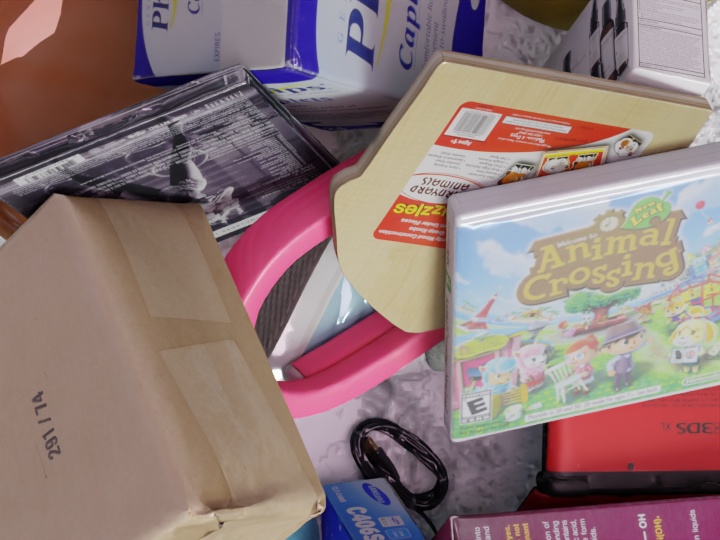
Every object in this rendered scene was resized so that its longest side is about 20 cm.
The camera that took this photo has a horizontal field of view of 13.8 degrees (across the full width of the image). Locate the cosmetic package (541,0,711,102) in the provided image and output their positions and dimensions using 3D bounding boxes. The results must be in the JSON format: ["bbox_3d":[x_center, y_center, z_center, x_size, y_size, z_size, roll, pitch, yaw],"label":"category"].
[{"bbox_3d":[0.136,-0.096,1.684,0.051,0.200,0.083,11,61,-14],"label":"cosmetic package"}]

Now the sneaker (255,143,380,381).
[{"bbox_3d":[-0.016,0.029,1.740,0.082,0.074,0.200,29,98,-24],"label":"sneaker"}]

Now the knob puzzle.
[{"bbox_3d":[0.068,-0.041,1.617,0.220,0.030,0.220,-12,142,-10],"label":"knob puzzle"}]

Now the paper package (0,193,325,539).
[{"bbox_3d":[-0.139,0.087,1.578,0.103,0.200,0.191,2,146,-47],"label":"paper package"}]

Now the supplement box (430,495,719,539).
[{"bbox_3d":[0.140,0.200,1.744,0.200,0.131,0.103,-3,72,-13],"label":"supplement box"}]

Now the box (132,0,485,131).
[{"bbox_3d":[-0.020,-0.179,1.604,0.200,0.105,0.184,9,83,-57],"label":"box"}]

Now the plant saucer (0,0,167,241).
[{"bbox_3d":[-0.144,-0.099,1.693,0.200,0.037,0.200,-3,103,-15],"label":"plant saucer"}]

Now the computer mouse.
[{"bbox_3d":[0.050,0.175,1.816,0.059,0.034,0.200,-29,102,-7],"label":"computer mouse"}]

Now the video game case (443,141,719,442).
[{"bbox_3d":[0.144,0.010,1.656,0.200,0.022,0.182,-11,136,-10],"label":"video game case"}]

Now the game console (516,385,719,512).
[{"bbox_3d":[0.189,0.098,1.804,0.200,0.119,0.172,0,92,-17],"label":"game console"}]

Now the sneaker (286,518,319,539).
[{"bbox_3d":[-0.110,0.138,1.740,0.080,0.131,0.200,-65,148,-22],"label":"sneaker"}]

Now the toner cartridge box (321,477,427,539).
[{"bbox_3d":[0.009,0.234,1.766,0.043,0.095,0.200,-7,112,-15],"label":"toner cartridge box"}]

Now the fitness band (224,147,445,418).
[{"bbox_3d":[0.000,0.000,1.663,0.200,0.037,0.144,-33,138,-21],"label":"fitness band"}]

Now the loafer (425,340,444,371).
[{"bbox_3d":[0.129,0.018,1.788,0.200,0.070,0.070,-8,134,-15],"label":"loafer"}]

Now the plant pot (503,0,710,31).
[{"bbox_3d":[0.163,-0.226,1.698,0.200,0.142,0.200,-4,103,-16],"label":"plant pot"}]

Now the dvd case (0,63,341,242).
[{"bbox_3d":[-0.100,-0.050,1.589,0.149,0.200,0.016,-21,71,10],"label":"dvd case"}]
